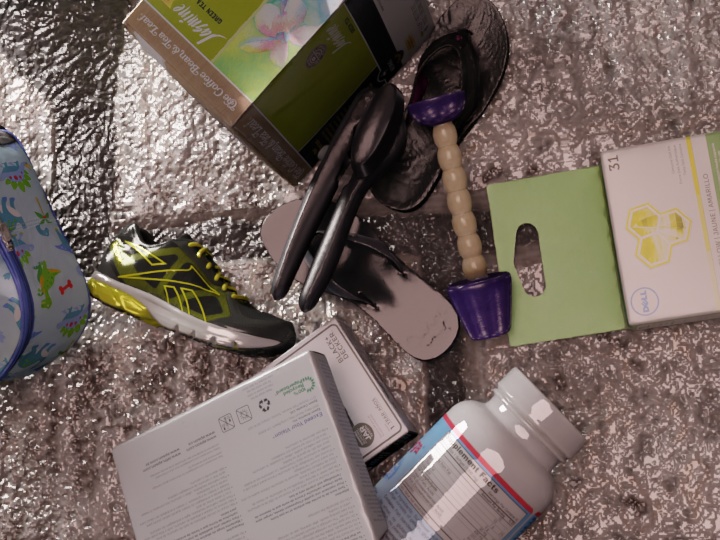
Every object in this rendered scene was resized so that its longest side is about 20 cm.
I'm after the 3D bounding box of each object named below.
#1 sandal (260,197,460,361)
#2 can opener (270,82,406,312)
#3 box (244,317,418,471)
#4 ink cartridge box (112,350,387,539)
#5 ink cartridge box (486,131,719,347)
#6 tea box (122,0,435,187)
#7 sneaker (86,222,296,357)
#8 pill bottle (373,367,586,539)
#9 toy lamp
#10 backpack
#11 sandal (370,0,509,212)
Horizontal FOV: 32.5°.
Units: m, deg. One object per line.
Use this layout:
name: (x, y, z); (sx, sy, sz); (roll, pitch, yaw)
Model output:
sandal: (0.001, 0.000, 1.053); (0.199, 0.043, 0.077); (33, 88, 14)
can opener: (-0.021, -0.063, 1.025); (0.063, 0.079, 0.202); (27, 88, 24)
box: (-0.065, 0.146, 1.033); (0.199, 0.060, 0.117); (-37, 76, 3)
ink cartridge box: (-0.082, 0.194, 0.956); (0.194, 0.043, 0.203); (-26, 73, 16)
ink cartridge box: (0.210, -0.024, 1.015); (0.197, 0.048, 0.148); (-9, 80, 7)
tea box: (-0.058, -0.201, 1.017); (0.133, 0.200, 0.197); (42, 90, 14)
sneaker: (-0.143, 0.015, 1.063); (0.197, 0.074, 0.086); (18, 84, 13)
pill bottle: (0.081, 0.176, 0.975); (0.200, 0.109, 0.109); (-45, 76, 1)
toy lamp: (0.085, -0.044, 1.020); (0.057, 0.058, 0.203); (-14, 95, 8)
backpack: (-0.344, 0.005, 1.055); (0.182, 0.146, 0.202); (-34, 85, 32)
sandal: (0.070, -0.145, 1.060); (0.074, 0.048, 0.203); (24, 87, 14)
